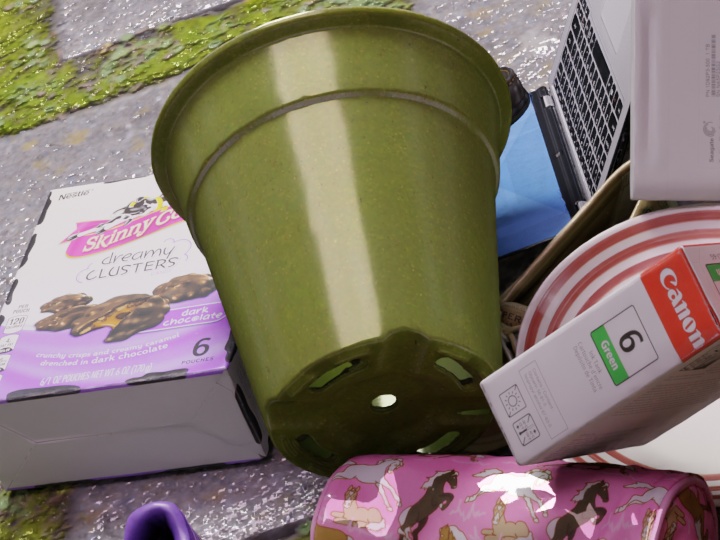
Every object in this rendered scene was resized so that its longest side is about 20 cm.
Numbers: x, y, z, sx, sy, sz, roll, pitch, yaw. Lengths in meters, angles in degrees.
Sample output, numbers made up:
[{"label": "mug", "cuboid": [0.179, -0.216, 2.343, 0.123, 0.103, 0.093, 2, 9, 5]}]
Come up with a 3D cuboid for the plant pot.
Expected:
[{"label": "plant pot", "cuboid": [0.000, 0.000, 1.426, 0.199, 0.200, 0.191, -18, 52, 7]}]

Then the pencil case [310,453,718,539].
[{"label": "pencil case", "cuboid": [0.077, 0.135, 1.331, 0.199, 0.087, 0.083, -1, 4, 29]}]

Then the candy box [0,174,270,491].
[{"label": "candy box", "cuboid": [-0.122, 0.027, 1.595, 0.167, 0.072, 0.201, -9, 37, 19]}]

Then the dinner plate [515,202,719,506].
[{"label": "dinner plate", "cuboid": [0.179, 0.046, 1.412, 0.198, 0.024, 0.201, -5, 49, 6]}]

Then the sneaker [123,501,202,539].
[{"label": "sneaker", "cuboid": [-0.117, 0.197, 1.357, 0.080, 0.084, 0.201, -12, 37, 16]}]

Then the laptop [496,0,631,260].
[{"label": "laptop", "cuboid": [0.082, -0.101, 1.601, 0.115, 0.201, 0.188, 10, 27, -11]}]

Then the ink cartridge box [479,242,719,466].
[{"label": "ink cartridge box", "cuboid": [0.163, 0.022, 1.278, 0.200, 0.051, 0.109, -37, -20, 34]}]

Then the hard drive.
[{"label": "hard drive", "cuboid": [0.246, -0.103, 1.471, 0.198, 0.133, 0.026, 0, 1, 1]}]

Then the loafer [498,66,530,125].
[{"label": "loafer", "cuboid": [-0.004, -0.085, 1.547, 0.199, 0.073, 0.073, -18, 18, 1]}]

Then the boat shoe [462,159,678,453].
[{"label": "boat shoe", "cuboid": [0.105, 0.019, 1.485, 0.200, 0.063, 0.073, -41, 38, -24]}]
